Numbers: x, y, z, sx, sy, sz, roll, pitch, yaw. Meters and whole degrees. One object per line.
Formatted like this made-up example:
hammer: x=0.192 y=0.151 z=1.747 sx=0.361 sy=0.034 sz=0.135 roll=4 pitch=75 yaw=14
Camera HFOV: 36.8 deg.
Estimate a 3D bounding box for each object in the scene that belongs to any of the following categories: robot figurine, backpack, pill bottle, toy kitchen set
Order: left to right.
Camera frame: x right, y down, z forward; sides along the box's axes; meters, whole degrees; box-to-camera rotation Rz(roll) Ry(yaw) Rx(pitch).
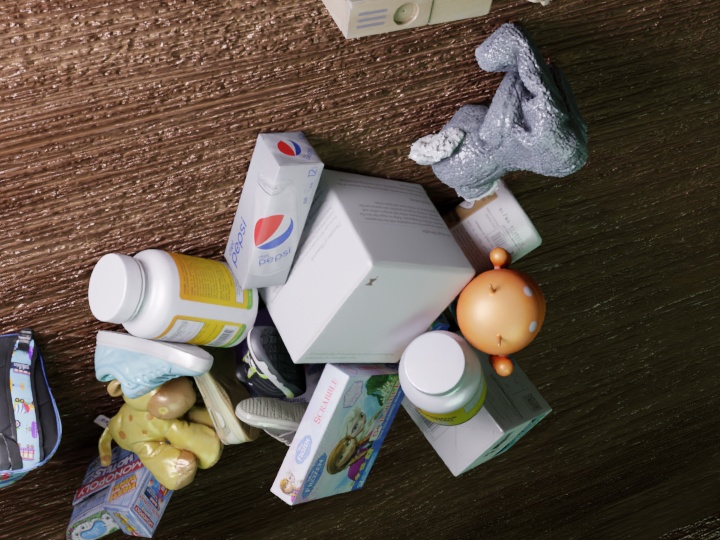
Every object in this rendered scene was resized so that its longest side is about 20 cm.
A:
backpack: x=-0.464 y=0.184 z=1.321 sx=0.182 sy=0.201 sz=0.135 roll=-3 pitch=140 yaw=-36
pill bottle: x=-0.237 y=0.034 z=1.370 sx=0.199 sy=0.111 sz=0.111 roll=12 pitch=130 yaw=-45
toy kitchen set: x=0.080 y=-0.320 z=1.075 sx=0.179 sy=0.164 sz=0.201 roll=-15 pitch=145 yaw=-21
pill bottle: x=0.113 y=0.146 z=1.486 sx=0.112 sy=0.112 sz=0.200 roll=-30 pitch=161 yaw=2
pill bottle: x=0.151 y=-0.034 z=1.569 sx=0.199 sy=0.115 sz=0.114 roll=-34 pitch=147 yaw=8
robot figurine: x=0.193 y=0.056 z=1.472 sx=0.144 sy=0.116 sz=0.200 roll=-55 pitch=170 yaw=9

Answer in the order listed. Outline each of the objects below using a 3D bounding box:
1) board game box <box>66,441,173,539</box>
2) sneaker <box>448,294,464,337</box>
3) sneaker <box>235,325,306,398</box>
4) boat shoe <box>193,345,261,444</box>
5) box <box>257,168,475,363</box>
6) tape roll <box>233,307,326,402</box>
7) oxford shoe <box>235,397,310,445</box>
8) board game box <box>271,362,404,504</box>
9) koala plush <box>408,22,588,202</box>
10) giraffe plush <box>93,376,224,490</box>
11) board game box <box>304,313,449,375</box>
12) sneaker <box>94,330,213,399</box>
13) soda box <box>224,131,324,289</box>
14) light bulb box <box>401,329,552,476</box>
board game box: x=-0.348 y=0.322 z=1.598 sx=0.199 sy=0.200 sz=0.062 roll=-26 pitch=116 yaw=14
sneaker: x=0.187 y=0.044 z=1.697 sx=0.083 sy=0.121 sz=0.201 roll=-20 pitch=146 yaw=-13
sneaker: x=-0.133 y=0.137 z=1.462 sx=0.082 sy=0.072 sz=0.200 roll=-11 pitch=153 yaw=8
boat shoe: x=-0.206 y=0.153 z=1.520 sx=0.063 sy=0.202 sz=0.073 roll=-17 pitch=-164 yaw=31
box: x=0.000 y=0.000 z=1.445 sx=0.198 sy=0.172 sz=0.200 roll=5 pitch=134 yaw=-43
tape roll: x=-0.088 y=0.141 z=1.609 sx=0.198 sy=0.085 sz=0.201 roll=-8 pitch=132 yaw=-9
oxford shoe: x=-0.105 y=0.220 z=1.538 sx=0.200 sy=0.075 sz=0.058 roll=17 pitch=106 yaw=-54
board game box: x=-0.021 y=0.226 z=1.542 sx=0.199 sy=0.041 sz=0.201 roll=5 pitch=111 yaw=-60
koala plush: x=0.170 y=-0.168 z=1.367 sx=0.199 sy=0.185 sz=0.177 roll=-28 pitch=149 yaw=22
giraffe plush: x=-0.285 y=0.187 z=1.538 sx=0.199 sy=0.173 sz=0.163 roll=12 pitch=129 yaw=1
board game box: x=0.013 y=0.117 z=1.739 sx=0.200 sy=0.041 sz=0.199 roll=-44 pitch=144 yaw=22
sneaker: x=-0.268 y=0.129 z=1.401 sx=0.074 sy=0.199 sz=0.083 roll=10 pitch=88 yaw=-50
soda box: x=-0.110 y=-0.072 z=1.343 sx=0.063 sy=0.068 sz=0.201 roll=-7 pitch=136 yaw=-31
light bulb box: x=0.185 y=0.211 z=1.815 sx=0.125 sy=0.199 sz=0.200 roll=-46 pitch=160 yaw=27
